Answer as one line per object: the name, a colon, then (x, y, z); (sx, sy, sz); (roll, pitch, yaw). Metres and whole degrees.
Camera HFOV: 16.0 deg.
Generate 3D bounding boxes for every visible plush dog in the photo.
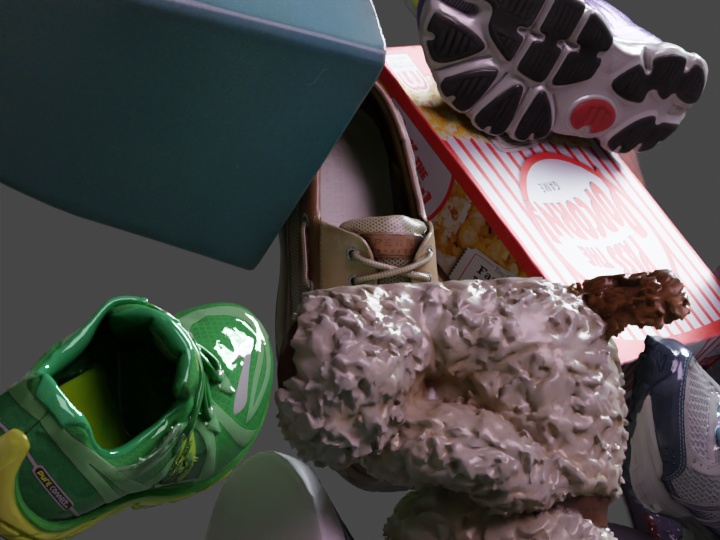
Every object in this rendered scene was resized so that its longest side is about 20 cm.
plush dog: (0.059, 0.092, 1.019); (0.200, 0.159, 0.173); (31, 53, -79)

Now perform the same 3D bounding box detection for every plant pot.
plant pot: (-0.117, -0.115, 1.150); (0.199, 0.142, 0.142); (13, 41, -28)

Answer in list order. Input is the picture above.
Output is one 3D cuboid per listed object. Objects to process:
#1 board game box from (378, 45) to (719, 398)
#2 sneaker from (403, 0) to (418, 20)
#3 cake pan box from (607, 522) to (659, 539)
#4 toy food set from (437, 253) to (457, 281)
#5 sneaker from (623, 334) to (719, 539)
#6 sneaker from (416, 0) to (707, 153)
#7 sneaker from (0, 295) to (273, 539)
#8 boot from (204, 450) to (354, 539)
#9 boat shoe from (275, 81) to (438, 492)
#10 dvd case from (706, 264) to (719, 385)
board game box: (0.090, -0.026, 1.280); (0.200, 0.046, 0.151); (54, 31, 16)
sneaker: (0.084, -0.160, 1.481); (0.075, 0.105, 0.201); (24, 35, -31)
cake pan box: (0.134, 0.206, 1.138); (0.184, 0.052, 0.201); (28, 33, -30)
toy food set: (0.041, -0.015, 1.304); (0.197, 0.049, 0.200); (-3, 54, -52)
sneaker: (0.185, 0.095, 1.210); (0.200, 0.086, 0.078); (57, 39, -46)
sneaker: (0.089, -0.111, 1.289); (0.200, 0.081, 0.083); (16, 22, -50)
sneaker: (-0.083, 0.052, 1.031); (0.074, 0.084, 0.200); (47, 29, 8)
boot: (0.000, 0.170, 1.010); (0.090, 0.073, 0.201); (23, 43, -44)
boat shoe: (0.000, 0.000, 1.169); (0.075, 0.074, 0.201); (-4, 65, -22)
dvd case: (0.223, 0.089, 1.294); (0.016, 0.149, 0.201); (-7, 55, -38)
